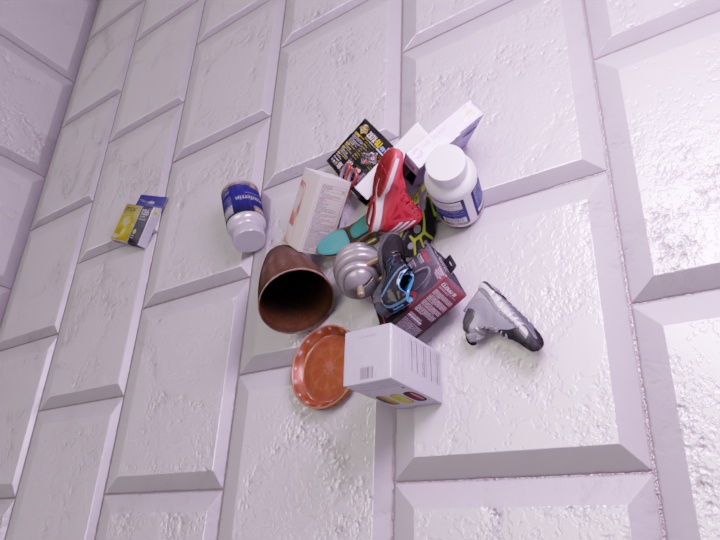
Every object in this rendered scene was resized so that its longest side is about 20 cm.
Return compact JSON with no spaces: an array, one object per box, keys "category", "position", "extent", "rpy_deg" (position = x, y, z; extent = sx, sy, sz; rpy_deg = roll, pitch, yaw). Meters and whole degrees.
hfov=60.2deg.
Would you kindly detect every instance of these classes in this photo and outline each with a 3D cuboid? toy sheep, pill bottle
[{"category":"toy sheep","position":[0.000,0.000,1.441],"extent":[0.138,0.138,0.200],"rpy_deg":[-38,21,17]},{"category":"pill bottle","position":[-0.336,-0.158,1.800],"extent":[0.115,0.116,0.201],"rpy_deg":[-34,52,20]},{"category":"pill bottle","position":[0.196,-0.180,1.314],"extent":[0.110,0.200,0.112],"rpy_deg":[-6,68,16]}]

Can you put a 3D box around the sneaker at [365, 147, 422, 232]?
[{"category":"sneaker","position":[0.087,-0.171,1.355],"extent":[0.079,0.114,0.201],"rpy_deg":[-107,28,-47]}]

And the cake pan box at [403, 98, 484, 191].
[{"category":"cake pan box","position":[0.172,-0.271,1.384],"extent":[0.200,0.184,0.052],"rpy_deg":[-41,83,-5]}]

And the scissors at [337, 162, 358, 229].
[{"category":"scissors","position":[-0.050,-0.177,1.607],"extent":[0.073,0.014,0.202],"rpy_deg":[31,109,47]}]

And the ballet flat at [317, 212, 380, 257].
[{"category":"ballet flat","position":[-0.016,-0.082,1.541],"extent":[0.199,0.065,0.071],"rpy_deg":[-25,71,27]}]

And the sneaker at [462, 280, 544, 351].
[{"category":"sneaker","position":[0.267,0.119,1.217],"extent":[0.116,0.075,0.200],"rpy_deg":[-50,37,13]}]

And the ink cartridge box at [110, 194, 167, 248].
[{"category":"ink cartridge box","position":[-0.796,-0.186,2.229],"extent":[0.197,0.047,0.202],"rpy_deg":[10,77,42]}]

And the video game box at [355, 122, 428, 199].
[{"category":"video game box","position":[0.077,-0.253,1.453],"extent":[0.047,0.182,0.200],"rpy_deg":[44,100,0]}]

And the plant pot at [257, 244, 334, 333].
[{"category":"plant pot","position":[-0.178,0.024,1.559],"extent":[0.187,0.187,0.200],"rpy_deg":[-44,34,12]}]

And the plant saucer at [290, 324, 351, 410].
[{"category":"plant saucer","position":[-0.079,0.227,1.457],"extent":[0.199,0.032,0.202],"rpy_deg":[-17,59,31]}]

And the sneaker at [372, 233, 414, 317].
[{"category":"sneaker","position":[0.081,0.003,1.299],"extent":[0.082,0.073,0.201],"rpy_deg":[-23,46,35]}]

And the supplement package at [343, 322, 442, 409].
[{"category":"supplement package","position":[0.069,0.196,1.239],"extent":[0.113,0.200,0.110],"rpy_deg":[-16,58,32]}]

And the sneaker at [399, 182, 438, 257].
[{"category":"sneaker","position":[0.135,-0.118,1.444],"extent":[0.076,0.075,0.201],"rpy_deg":[12,69,57]}]

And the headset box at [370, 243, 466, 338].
[{"category":"headset box","position":[0.127,0.046,1.326],"extent":[0.200,0.075,0.149],"rpy_deg":[-42,28,14]}]

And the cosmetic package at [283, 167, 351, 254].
[{"category":"cosmetic package","position":[-0.112,-0.149,1.586],"extent":[0.087,0.103,0.202],"rpy_deg":[32,107,46]}]

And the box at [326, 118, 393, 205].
[{"category":"box","position":[0.014,-0.287,1.631],"extent":[0.160,0.049,0.200],"rpy_deg":[-45,48,8]}]
